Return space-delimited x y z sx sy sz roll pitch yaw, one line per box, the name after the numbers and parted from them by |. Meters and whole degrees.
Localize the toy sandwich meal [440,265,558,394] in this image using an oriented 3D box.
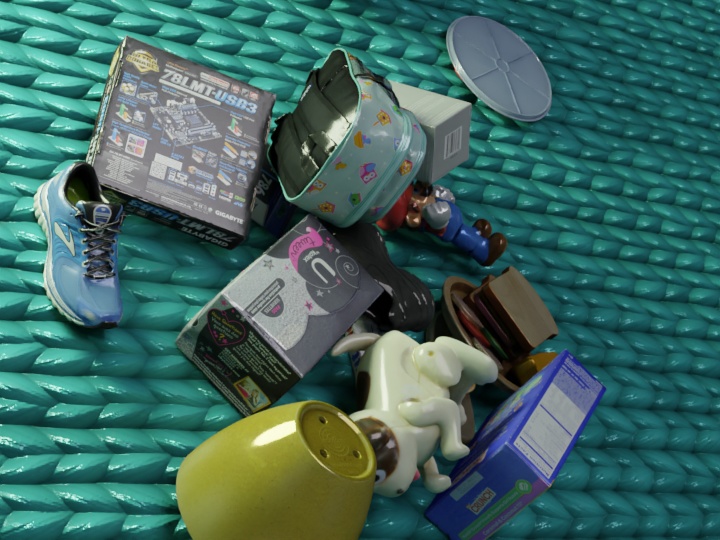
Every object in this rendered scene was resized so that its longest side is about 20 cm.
0.183 0.071 1.911 0.205 0.070 0.205 42 23 -22 | toy sandwich meal

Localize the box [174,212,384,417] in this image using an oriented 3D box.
-0.088 0.049 1.694 0.132 0.115 0.200 46 40 -1 | box

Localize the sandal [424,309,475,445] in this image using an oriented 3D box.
0.116 0.121 1.858 0.080 0.054 0.201 26 45 -23 | sandal

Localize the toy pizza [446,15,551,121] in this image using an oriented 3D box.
0.207 -0.303 2.297 0.200 0.032 0.201 22 46 -25 | toy pizza

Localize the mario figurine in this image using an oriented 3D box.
0.106 -0.083 1.967 0.200 0.123 0.106 25 66 -31 | mario figurine

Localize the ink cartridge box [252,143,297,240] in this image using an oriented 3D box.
-0.153 -0.132 1.843 0.200 0.039 0.100 37 41 -13 | ink cartridge box

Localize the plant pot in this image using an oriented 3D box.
-0.065 0.215 1.526 0.200 0.142 0.200 33 28 -20 | plant pot

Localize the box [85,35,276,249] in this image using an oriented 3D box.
-0.209 -0.149 1.753 0.199 0.050 0.199 20 61 -21 | box

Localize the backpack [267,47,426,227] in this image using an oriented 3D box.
-0.014 -0.142 1.780 0.153 0.176 0.200 34 16 -18 | backpack

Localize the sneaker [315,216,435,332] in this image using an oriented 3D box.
0.000 0.000 1.811 0.200 0.076 0.091 42 30 23 | sneaker

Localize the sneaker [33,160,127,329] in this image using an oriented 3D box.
-0.292 -0.030 1.600 0.078 0.089 0.201 0 59 -39 | sneaker

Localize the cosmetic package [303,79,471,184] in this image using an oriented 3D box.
0.032 -0.189 1.940 0.199 0.091 0.107 18 32 28 | cosmetic package

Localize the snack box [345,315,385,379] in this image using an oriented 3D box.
0.028 0.127 1.800 0.072 0.024 0.201 9 53 -35 | snack box

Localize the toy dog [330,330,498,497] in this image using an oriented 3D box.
0.037 0.162 1.665 0.194 0.140 0.200 37 47 -4 | toy dog

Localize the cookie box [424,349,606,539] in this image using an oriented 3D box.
0.181 0.210 1.756 0.075 0.171 0.200 42 41 0 | cookie box
